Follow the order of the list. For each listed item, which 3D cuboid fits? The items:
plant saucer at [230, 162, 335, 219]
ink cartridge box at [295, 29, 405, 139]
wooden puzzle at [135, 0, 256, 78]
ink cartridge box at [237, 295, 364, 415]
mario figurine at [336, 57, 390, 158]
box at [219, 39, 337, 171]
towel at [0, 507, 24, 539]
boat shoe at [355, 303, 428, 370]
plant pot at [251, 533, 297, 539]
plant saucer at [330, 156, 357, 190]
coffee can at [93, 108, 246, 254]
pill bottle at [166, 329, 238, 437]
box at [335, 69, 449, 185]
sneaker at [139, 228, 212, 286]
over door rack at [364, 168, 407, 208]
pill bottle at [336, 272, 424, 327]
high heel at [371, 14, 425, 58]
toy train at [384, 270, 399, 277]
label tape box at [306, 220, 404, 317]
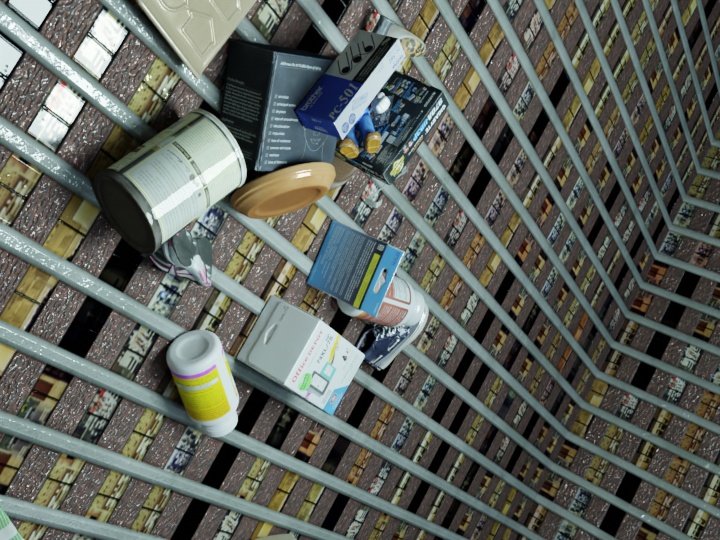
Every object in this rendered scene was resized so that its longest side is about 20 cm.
[{"bbox_3d":[-0.135,-0.138,1.625,0.198,0.198,0.038,-8,77,-49],"label":"plant saucer"},{"bbox_3d":[-0.016,-0.321,1.547,0.201,0.093,0.044,-55,142,-18],"label":"ink cartridge box"},{"bbox_3d":[-0.260,-0.437,1.421,0.202,0.046,0.186,-60,144,-17],"label":"wooden puzzle"},{"bbox_3d":[-0.119,0.174,1.839,0.148,0.145,0.200,-60,143,-9],"label":"ink cartridge box"},{"bbox_3d":[-0.023,-0.318,1.683,0.121,0.203,0.106,1,151,-28],"label":"mario figurine"},{"bbox_3d":[-0.136,-0.286,1.589,0.198,0.123,0.201,-7,115,-51],"label":"box"},{"bbox_3d":[-0.619,0.475,1.468,0.152,0.023,0.203,-42,137,-32],"label":"towel"},{"bbox_3d":[0.072,0.141,2.104,0.201,0.075,0.092,-52,140,4],"label":"boat shoe"},{"bbox_3d":[-0.206,0.707,1.993,0.176,0.198,0.203,25,89,-43],"label":"plant pot"},{"bbox_3d":[-0.044,-0.251,1.801,0.199,0.036,0.204,-29,129,-42],"label":"plant saucer"},{"bbox_3d":[-0.300,-0.143,1.437,0.200,0.145,0.148,-41,137,-30],"label":"coffee can"},{"bbox_3d":[-0.287,0.216,1.684,0.104,0.103,0.203,-39,136,-31],"label":"pill bottle"},{"bbox_3d":[0.051,-0.280,1.727,0.202,0.158,0.046,-55,146,-8],"label":"box"},{"bbox_3d":[-0.314,-0.027,1.551,0.200,0.084,0.082,59,32,-68],"label":"sneaker"},{"bbox_3d":[0.044,-0.243,1.875,0.200,0.065,0.150,-53,148,-54],"label":"over door rack"},{"bbox_3d":[0.049,0.063,1.999,0.198,0.111,0.114,19,94,-44],"label":"pill bottle"},{"bbox_3d":[0.055,-0.423,1.825,0.199,0.071,0.144,6,119,-59],"label":"high heel"},{"bbox_3d":[0.073,0.021,2.087,0.034,0.045,0.201,-49,141,-21],"label":"toy train"},{"bbox_3d":[0.000,0.000,1.852,0.066,0.198,0.146,22,92,-55],"label":"label tape box"}]
